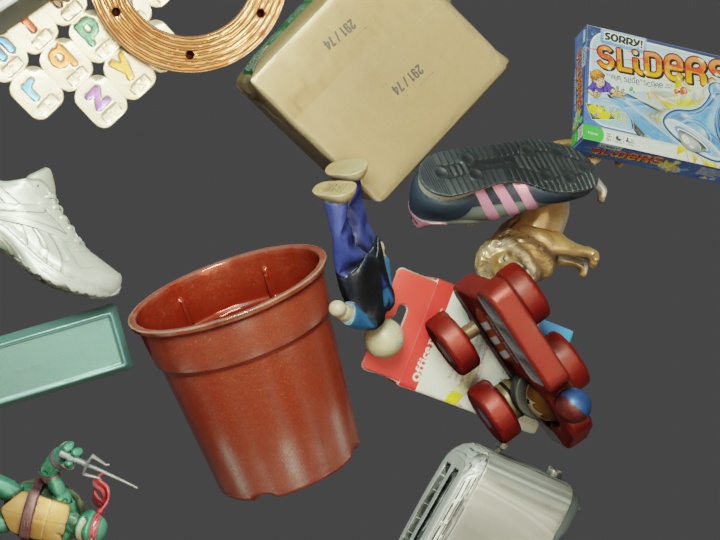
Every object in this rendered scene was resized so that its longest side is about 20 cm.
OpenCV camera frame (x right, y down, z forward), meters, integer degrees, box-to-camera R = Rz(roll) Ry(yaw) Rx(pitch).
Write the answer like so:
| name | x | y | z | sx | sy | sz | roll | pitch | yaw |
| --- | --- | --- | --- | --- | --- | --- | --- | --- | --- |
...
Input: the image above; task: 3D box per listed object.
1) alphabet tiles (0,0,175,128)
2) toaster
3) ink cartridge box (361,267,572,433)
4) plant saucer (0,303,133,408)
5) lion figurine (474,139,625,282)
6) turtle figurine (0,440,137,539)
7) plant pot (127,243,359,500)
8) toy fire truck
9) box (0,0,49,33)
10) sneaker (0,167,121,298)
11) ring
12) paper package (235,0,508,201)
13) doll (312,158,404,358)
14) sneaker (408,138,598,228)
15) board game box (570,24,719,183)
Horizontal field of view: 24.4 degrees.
| name | x | y | z | sx | sy | sz | roll | pitch | yaw |
| --- | --- | --- | --- | --- | --- | --- | --- | --- | --- |
| alphabet tiles | -0.277 | -0.247 | 1.628 | 0.200 | 0.015 | 0.196 | -45 | 102 | -6 |
| toaster | 0.124 | 0.274 | 1.711 | 0.129 | 0.114 | 0.200 | 30 | 89 | -9 |
| ink cartridge box | 0.102 | 0.079 | 1.712 | 0.200 | 0.067 | 0.116 | 21 | 89 | -13 |
| plant saucer | -0.328 | 0.093 | 1.641 | 0.200 | 0.019 | 0.070 | -16 | 97 | -10 |
| lion figurine | 0.195 | -0.065 | 1.731 | 0.122 | 0.072 | 0.200 | 17 | 76 | -6 |
| turtle figurine | -0.320 | 0.238 | 1.612 | 0.200 | 0.101 | 0.150 | 11 | 77 | 2 |
| plant pot | -0.099 | 0.104 | 1.615 | 0.200 | 0.201 | 0.196 | -21 | 107 | -11 |
| toy fire truck | 0.159 | 0.089 | 1.603 | 0.112 | 0.168 | 0.200 | -34 | 101 | -6 |
| box | -0.335 | -0.348 | 1.543 | 0.152 | 0.106 | 0.200 | -32 | 94 | -2 |
| sneaker | -0.309 | -0.046 | 1.606 | 0.200 | 0.078 | 0.100 | 31 | 83 | -14 |
| ring | -0.170 | -0.295 | 1.634 | 0.200 | 0.019 | 0.201 | -1 | 95 | -13 |
| paper package | 0.010 | -0.197 | 1.653 | 0.191 | 0.103 | 0.200 | 43 | 85 | -12 |
| doll | 0.000 | 0.000 | 1.597 | 0.048 | 0.137 | 0.200 | -2 | 123 | 22 |
| sneaker | 0.140 | -0.082 | 1.675 | 0.200 | 0.082 | 0.070 | -3 | 56 | -20 |
| board game box | 0.319 | -0.170 | 1.735 | 0.200 | 0.034 | 0.136 | 10 | 67 | -14 |
